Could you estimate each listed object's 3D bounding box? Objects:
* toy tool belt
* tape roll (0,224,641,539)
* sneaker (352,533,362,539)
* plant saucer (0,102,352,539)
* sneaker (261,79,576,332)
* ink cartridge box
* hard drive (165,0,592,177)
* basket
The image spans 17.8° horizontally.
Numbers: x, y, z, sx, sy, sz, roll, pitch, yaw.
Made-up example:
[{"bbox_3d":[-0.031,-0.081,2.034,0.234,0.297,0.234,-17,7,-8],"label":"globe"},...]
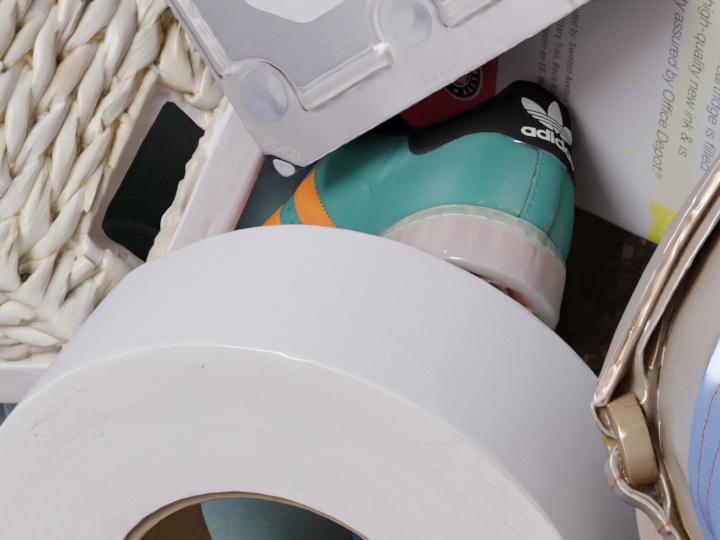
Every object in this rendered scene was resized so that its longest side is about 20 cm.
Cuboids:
[{"bbox_3d":[0.120,0.052,0.554,0.124,0.123,0.201,17,88,-16],"label":"toy tool belt"},{"bbox_3d":[-0.013,0.090,0.671,0.201,0.071,0.203,9,121,16],"label":"tape roll"},{"bbox_3d":[0.036,0.113,0.756,0.083,0.070,0.201,162,103,-69],"label":"sneaker"},{"bbox_3d":[-0.080,0.033,0.848,0.200,0.039,0.202,0,89,28],"label":"plant saucer"},{"bbox_3d":[0.000,0.000,0.739,0.200,0.071,0.080,-21,42,48],"label":"sneaker"},{"bbox_3d":[0.113,-0.082,0.686,0.199,0.083,0.146,28,136,26],"label":"ink cartridge box"},{"bbox_3d":[-0.022,-0.141,0.652,0.139,0.038,0.200,-26,100,37],"label":"hard drive"},{"bbox_3d":[-0.142,-0.041,0.781,0.200,0.123,0.136,-4,57,49],"label":"basket"}]
